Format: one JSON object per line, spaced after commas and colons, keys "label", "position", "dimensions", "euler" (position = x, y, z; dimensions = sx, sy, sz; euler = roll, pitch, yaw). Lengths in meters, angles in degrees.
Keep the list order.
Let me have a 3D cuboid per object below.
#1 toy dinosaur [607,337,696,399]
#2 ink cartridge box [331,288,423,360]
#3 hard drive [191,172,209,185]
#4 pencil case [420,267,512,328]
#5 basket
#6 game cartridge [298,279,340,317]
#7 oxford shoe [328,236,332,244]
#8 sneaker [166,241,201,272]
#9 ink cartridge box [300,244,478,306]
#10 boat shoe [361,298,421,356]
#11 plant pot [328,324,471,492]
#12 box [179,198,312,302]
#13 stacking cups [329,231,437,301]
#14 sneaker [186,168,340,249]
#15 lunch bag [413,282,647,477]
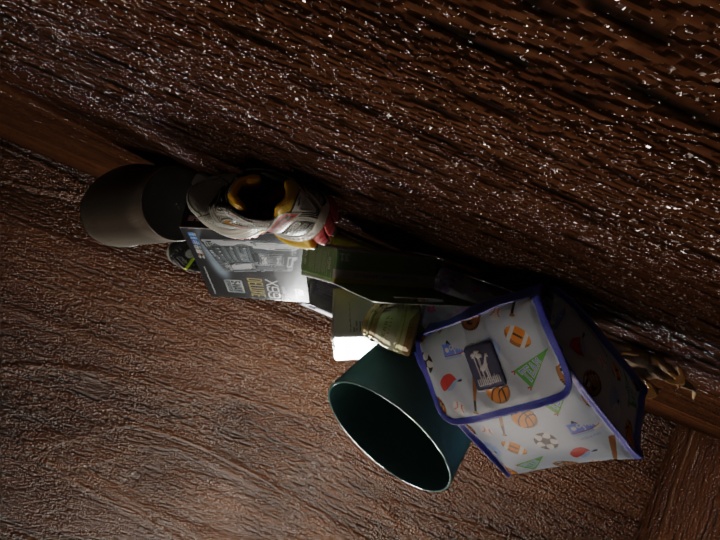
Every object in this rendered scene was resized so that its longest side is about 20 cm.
{"label": "toy dinosaur", "position": [0.380, 0.127, 0.706], "dimensions": [0.199, 0.061, 0.106], "euler": [28, -160, 0]}
{"label": "ink cartridge box", "position": [0.052, 0.089, 0.907], "dimensions": [0.198, 0.085, 0.145], "euler": [-2, 156, -2]}
{"label": "hard drive", "position": [-0.157, -0.083, 0.866], "dimensions": [0.132, 0.027, 0.200], "euler": [32, -179, 28]}
{"label": "pencil case", "position": [0.176, 0.068, 0.700], "dimensions": [0.199, 0.091, 0.083], "euler": [23, -147, 17]}
{"label": "basket", "position": [-0.337, -0.106, 0.889], "dimensions": [0.199, 0.180, 0.137], "euler": [7, 124, 49]}
{"label": "game cartridge", "position": [-0.032, 0.026, 1.011], "dimensions": [0.199, 0.130, 0.038], "euler": [25, 166, -20]}
{"label": "oxford shoe", "position": [0.000, 0.000, 0.889], "dimensions": [0.199, 0.073, 0.071], "euler": [23, 176, -9]}
{"label": "sneaker", "position": [-0.251, -0.056, 0.967], "dimensions": [0.199, 0.076, 0.076], "euler": [-24, -145, -39]}
{"label": "ink cartridge box", "position": [0.032, 0.002, 0.645], "dimensions": [0.145, 0.048, 0.200], "euler": [4, -176, -28]}
{"label": "boat shoe", "position": [0.034, 0.054, 0.676], "dimensions": [0.062, 0.074, 0.200], "euler": [14, -179, 0]}
{"label": "plant pot", "position": [0.080, 0.173, 0.765], "dimensions": [0.200, 0.161, 0.201], "euler": [29, 144, 24]}
{"label": "box", "position": [-0.151, -0.022, 0.778], "dimensions": [0.156, 0.050, 0.200], "euler": [5, 151, -1]}
{"label": "stacking cups", "position": [0.047, 0.002, 0.804], "dimensions": [0.199, 0.061, 0.061], "euler": [19, 176, 3]}
{"label": "sneaker", "position": [-0.117, -0.079, 0.578], "dimensions": [0.199, 0.078, 0.082], "euler": [8, 165, 35]}
{"label": "lunch bag", "position": [0.175, 0.117, 0.585], "dimensions": [0.170, 0.124, 0.200], "euler": [-28, 110, 40]}
